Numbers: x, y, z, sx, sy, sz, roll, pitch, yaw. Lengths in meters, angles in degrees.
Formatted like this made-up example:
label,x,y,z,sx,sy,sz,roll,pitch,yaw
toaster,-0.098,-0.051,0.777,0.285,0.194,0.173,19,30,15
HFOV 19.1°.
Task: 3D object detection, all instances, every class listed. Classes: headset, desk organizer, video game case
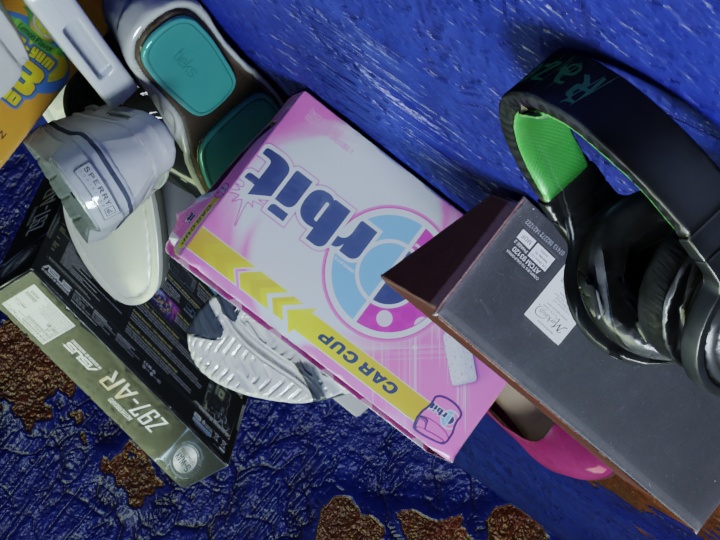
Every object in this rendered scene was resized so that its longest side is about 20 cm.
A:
label,x,y,z,sx,sy,sz,roll,pitch,yaw
headset,0.111,0.016,0.760,0.200,0.094,0.123,51,171,-18
desk organizer,0.111,0.042,1.086,0.200,0.072,0.077,40,176,-26
video game case,-0.196,-0.186,1.096,0.200,0.024,0.182,51,178,13

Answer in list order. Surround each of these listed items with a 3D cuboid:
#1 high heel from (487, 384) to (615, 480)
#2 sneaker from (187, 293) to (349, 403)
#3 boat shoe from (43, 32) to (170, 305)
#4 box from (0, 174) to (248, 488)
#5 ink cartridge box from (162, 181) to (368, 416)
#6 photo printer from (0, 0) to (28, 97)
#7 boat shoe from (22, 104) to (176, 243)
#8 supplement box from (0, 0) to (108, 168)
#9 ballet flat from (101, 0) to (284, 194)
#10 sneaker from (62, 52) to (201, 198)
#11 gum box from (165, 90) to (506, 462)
label,x,y,z,sx,sy,sz,roll,pitch,yaw
high heel,0.095,0.076,1.425,0.096,0.067,0.200,28,-176,-35
sneaker,0.002,0.034,1.326,0.130,0.199,0.080,5,-109,-78
boat shoe,-0.165,-0.078,1.419,0.060,0.072,0.202,-24,-84,-63
box,-0.154,0.028,1.481,0.200,0.044,0.160,47,-149,-24
ink cartridge box,-0.051,-0.002,1.495,0.145,0.084,0.200,50,-177,36
photo printer,-0.271,-0.198,1.172,0.200,0.069,0.166,55,178,35
boat shoe,-0.139,-0.058,1.208,0.074,0.067,0.200,60,171,-15
supplement box,-0.219,-0.103,1.249,0.067,0.200,0.069,38,170,-13
ballet flat,-0.090,-0.101,1.210,0.069,0.069,0.200,33,166,32
sneaker,-0.085,-0.075,1.334,0.199,0.076,0.114,27,-170,-3
gum box,0.000,0.000,1.190,0.200,0.114,0.066,38,174,-8
